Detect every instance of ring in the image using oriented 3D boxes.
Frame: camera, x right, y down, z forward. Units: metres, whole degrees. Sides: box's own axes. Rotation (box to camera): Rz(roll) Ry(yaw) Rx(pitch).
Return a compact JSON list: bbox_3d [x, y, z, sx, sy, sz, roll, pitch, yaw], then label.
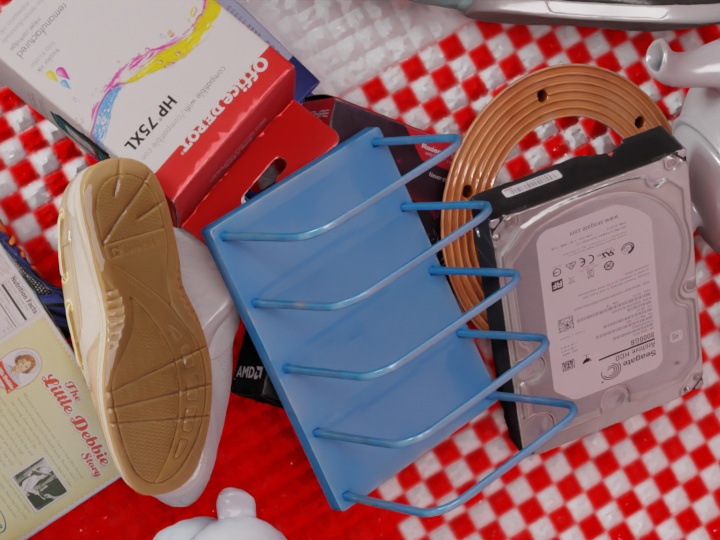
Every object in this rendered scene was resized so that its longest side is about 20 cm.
[{"bbox_3d":[0.135,-0.037,1.450,0.200,0.019,0.201,-5,99,-29],"label":"ring"}]

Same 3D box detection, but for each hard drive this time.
[{"bbox_3d":[0.150,0.017,1.406,0.139,0.038,0.201,-20,129,-12],"label":"hard drive"}]

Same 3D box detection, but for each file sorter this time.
[{"bbox_3d":[0.025,0.030,1.325,0.139,0.123,0.201,-33,107,-28],"label":"file sorter"}]

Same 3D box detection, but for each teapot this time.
[{"bbox_3d":[0.271,-0.062,1.434,0.146,0.197,0.200,-29,80,-6],"label":"teapot"}]

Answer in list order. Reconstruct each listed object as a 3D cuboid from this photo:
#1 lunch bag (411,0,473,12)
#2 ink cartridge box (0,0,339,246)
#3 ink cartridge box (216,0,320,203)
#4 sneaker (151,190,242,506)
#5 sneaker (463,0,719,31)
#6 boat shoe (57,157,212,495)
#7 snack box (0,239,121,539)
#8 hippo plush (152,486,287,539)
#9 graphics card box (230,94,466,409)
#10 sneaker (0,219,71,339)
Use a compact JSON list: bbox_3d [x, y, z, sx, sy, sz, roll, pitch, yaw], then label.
[{"bbox_3d":[0.009,-0.274,1.420,0.170,0.122,0.201,13,76,-12],"label":"lunch bag"},{"bbox_3d":[-0.121,-0.112,1.343,0.200,0.067,0.116,39,78,7],"label":"ink cartridge box"},{"bbox_3d":[-0.115,-0.125,1.418,0.200,0.042,0.119,44,78,-8],"label":"ink cartridge box"},{"bbox_3d":[-0.108,0.050,1.381,0.075,0.089,0.201,6,76,11],"label":"sneaker"},{"bbox_3d":[0.170,-0.214,1.475,0.199,0.071,0.100,3,89,-9],"label":"sneaker"},{"bbox_3d":[-0.139,0.033,1.307,0.073,0.069,0.201,-9,94,-28],"label":"boat shoe"},{"bbox_3d":[-0.226,0.072,1.318,0.116,0.037,0.200,-32,124,-6],"label":"snack box"},{"bbox_3d":[-0.123,0.196,1.319,0.161,0.200,0.159,-42,100,-27],"label":"hippo plush"},{"bbox_3d":[0.000,0.000,1.411,0.125,0.051,0.201,20,81,-29],"label":"graphics card box"},{"bbox_3d":[-0.245,-0.021,1.361,0.200,0.075,0.079,32,76,-10],"label":"sneaker"}]
